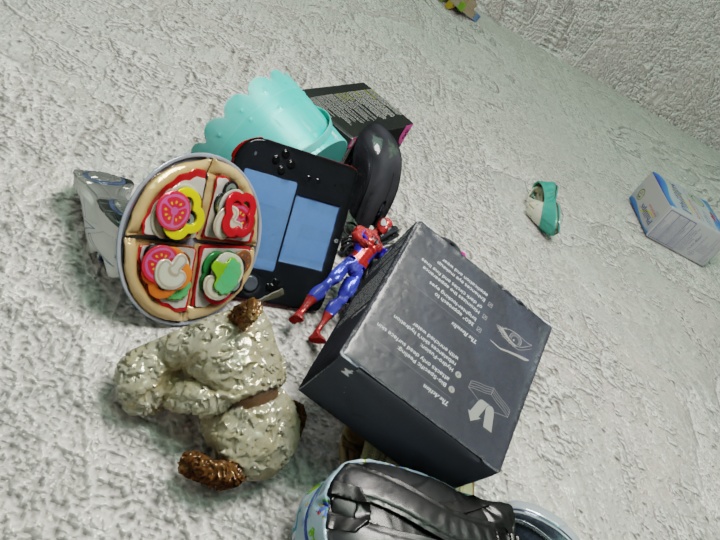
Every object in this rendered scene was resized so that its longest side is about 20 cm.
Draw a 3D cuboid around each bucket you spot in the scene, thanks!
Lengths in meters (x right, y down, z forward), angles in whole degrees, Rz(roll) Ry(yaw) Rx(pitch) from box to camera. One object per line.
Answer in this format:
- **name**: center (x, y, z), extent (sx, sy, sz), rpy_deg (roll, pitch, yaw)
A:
- **bucket**: center (-0.125, -0.165, 1.054), extent (0.135, 0.207, 0.207), rpy_deg (43, 34, 5)

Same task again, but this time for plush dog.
- **plush dog**: center (-0.120, 0.127, 0.754), extent (0.200, 0.160, 0.173), rpy_deg (-21, 88, -50)

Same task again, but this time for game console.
- **game console**: center (-0.101, -0.056, 0.951), extent (0.176, 0.201, 0.031), rpy_deg (14, 6, -28)

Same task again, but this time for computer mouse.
- **computer mouse**: center (0.030, -0.123, 1.134), extent (0.053, 0.201, 0.138), rpy_deg (16, 23, 35)

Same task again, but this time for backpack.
- **backpack**: center (0.033, 0.266, 0.703), extent (0.200, 0.154, 0.164), rpy_deg (34, 48, -24)

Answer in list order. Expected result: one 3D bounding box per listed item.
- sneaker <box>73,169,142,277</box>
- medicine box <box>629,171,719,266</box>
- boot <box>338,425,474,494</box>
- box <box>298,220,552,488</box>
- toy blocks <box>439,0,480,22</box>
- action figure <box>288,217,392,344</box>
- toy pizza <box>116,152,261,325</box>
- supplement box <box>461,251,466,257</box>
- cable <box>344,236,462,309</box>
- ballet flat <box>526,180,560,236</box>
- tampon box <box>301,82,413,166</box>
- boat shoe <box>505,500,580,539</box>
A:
- **sneaker**: center (-0.303, -0.061, 0.877), extent (0.074, 0.087, 0.200), rpy_deg (8, 23, -32)
- **medicine box**: center (0.829, -0.136, 1.939), extent (0.199, 0.103, 0.183), rpy_deg (25, 34, -15)
- **boot**: center (0.057, 0.194, 0.865), extent (0.155, 0.073, 0.201), rpy_deg (29, 41, -12)
- **box**: center (0.073, 0.092, 0.796), extent (0.196, 0.117, 0.200), rpy_deg (38, 52, -7)
- **toy blocks**: center (0.348, -0.944, 2.570), extent (0.136, 0.100, 0.200), rpy_deg (13, 38, -49)
- **action figure**: center (0.000, 0.000, 0.957), extent (0.065, 0.099, 0.200), rpy_deg (46, 60, -21)
- **toy pizza**: center (-0.183, -0.032, 0.842), extent (0.032, 0.201, 0.200), rpy_deg (18, 19, 38)
- **supplement box**: center (0.103, 0.055, 1.056), extent (0.103, 0.101, 0.201), rpy_deg (20, 35, -21)
- **cable**: center (0.067, 0.022, 0.980), extent (0.051, 0.199, 0.164), rpy_deg (53, 51, -32)
- **ballet flat**: center (0.392, -0.136, 1.603), extent (0.070, 0.068, 0.200), rpy_deg (10, 33, 6)
- **tampon box**: center (-0.036, -0.208, 1.223), extent (0.126, 0.150, 0.200), rpy_deg (43, 34, 15)
- **boat shoe**: center (0.223, 0.348, 0.815), extent (0.200, 0.071, 0.091), rpy_deg (43, 30, 9)
